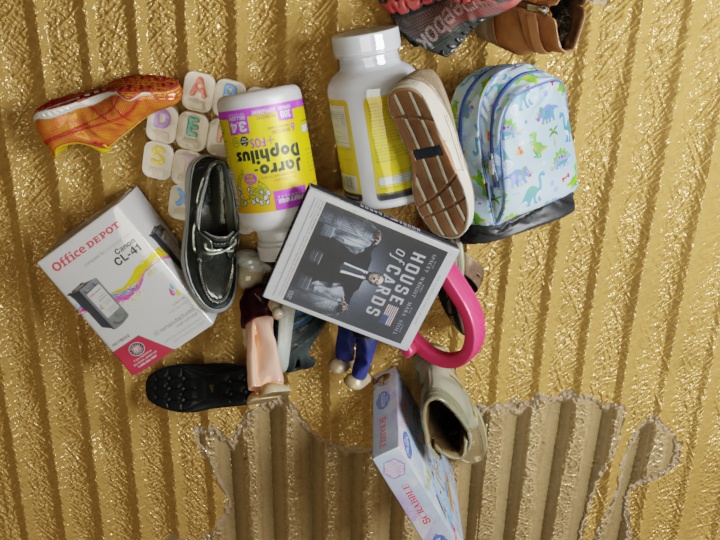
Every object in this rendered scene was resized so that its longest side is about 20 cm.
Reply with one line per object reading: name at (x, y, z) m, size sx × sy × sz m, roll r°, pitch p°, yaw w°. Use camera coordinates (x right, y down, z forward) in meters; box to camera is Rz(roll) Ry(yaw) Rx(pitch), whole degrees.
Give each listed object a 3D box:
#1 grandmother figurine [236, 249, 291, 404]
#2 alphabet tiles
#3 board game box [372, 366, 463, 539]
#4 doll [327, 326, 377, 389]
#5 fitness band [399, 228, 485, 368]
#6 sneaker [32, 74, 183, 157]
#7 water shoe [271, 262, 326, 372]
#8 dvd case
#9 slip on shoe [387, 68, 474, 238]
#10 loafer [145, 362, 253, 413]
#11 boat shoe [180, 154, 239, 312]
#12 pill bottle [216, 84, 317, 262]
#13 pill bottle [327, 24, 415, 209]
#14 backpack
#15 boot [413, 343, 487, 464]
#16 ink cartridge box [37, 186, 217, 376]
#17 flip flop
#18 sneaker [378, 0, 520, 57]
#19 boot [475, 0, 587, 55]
grandmother figurine at (-0.134, 0.066, 1.002) m, size 0.060 × 0.203 × 0.121 m, roll 4°, pitch 156°, yaw -42°
alphabet tiles at (-0.182, -0.148, 0.989) m, size 0.197 × 0.015 × 0.198 m, roll 13°, pitch 111°, yaw -4°
board game box at (0.078, 0.266, 1.054) m, size 0.041 × 0.200 × 0.201 m, roll -26°, pitch 109°, yaw 11°
doll at (0.002, 0.060, 1.018) m, size 0.048 × 0.136 × 0.202 m, roll -16°, pitch 127°, yaw -35°
fitness band at (0.081, 0.038, 0.999) m, size 0.143 × 0.037 × 0.201 m, roll -39°, pitch 83°, yaw 44°
sneaker at (-0.306, -0.193, 0.950) m, size 0.197 × 0.073 × 0.078 m, roll -11°, pitch 119°, yaw 15°
water shoe at (-0.083, 0.043, 1.047) m, size 0.078 × 0.071 × 0.203 m, roll 2°, pitch 111°, yaw -33°
dvd case at (0.000, 0.000, 0.918) m, size 0.198 × 0.025 × 0.152 m, roll 21°, pitch 111°, yaw -13°
slip on shoe at (0.088, -0.132, 0.876) m, size 0.075 × 0.061 × 0.202 m, roll -3°, pitch 124°, yaw 36°
loafer at (-0.212, 0.167, 1.087) m, size 0.198 × 0.070 × 0.069 m, roll -5°, pitch 81°, yaw 18°
boat shoe at (-0.188, -0.043, 0.958) m, size 0.071 × 0.071 × 0.203 m, roll -10°, pitch 101°, yaw -26°
pill bottle at (-0.106, -0.117, 0.930) m, size 0.103 × 0.104 × 0.203 m, roll -9°, pitch 104°, yaw 4°
pill bottle at (0.021, -0.184, 0.920) m, size 0.110 × 0.112 × 0.203 m, roll -8°, pitch 112°, yaw 4°
backpack at (0.183, -0.148, 0.922) m, size 0.161 × 0.153 × 0.203 m, roll -18°, pitch 97°, yaw -20°
boot at (0.129, 0.219, 1.057) m, size 0.071 × 0.155 × 0.202 m, roll -22°, pitch 110°, yaw 9°
ink cartridge box at (-0.302, 0.016, 1.019) m, size 0.147 × 0.086 × 0.201 m, roll -32°, pitch 110°, yaw 13°
flip flop at (0.135, -0.008, 1.016) m, size 0.057 × 0.081 × 0.203 m, roll -9°, pitch 107°, yaw -11°
sneaker at (0.110, -0.292, 0.856) m, size 0.071 × 0.199 × 0.099 m, roll -47°, pitch 125°, yaw -25°
boot at (0.179, -0.336, 0.827) m, size 0.076 × 0.155 × 0.203 m, roll -12°, pitch 116°, yaw -23°
